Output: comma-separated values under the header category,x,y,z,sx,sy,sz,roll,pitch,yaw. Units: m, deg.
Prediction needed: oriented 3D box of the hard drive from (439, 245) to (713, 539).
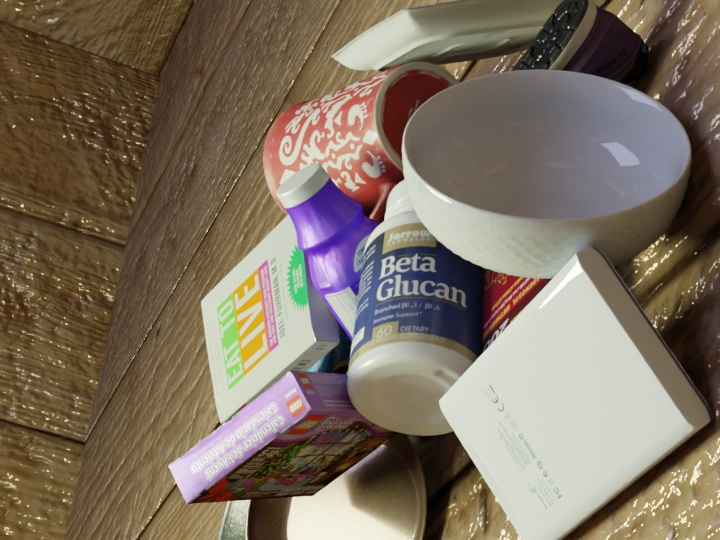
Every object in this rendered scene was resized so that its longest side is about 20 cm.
category,x,y,z,sx,sy,sz,roll,pitch,yaw
hard drive,0.137,0.093,1.000,0.133,0.025,0.200,58,142,17

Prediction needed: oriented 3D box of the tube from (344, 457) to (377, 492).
category,x,y,z,sx,sy,sz,roll,pitch,yaw
tube,-0.034,0.146,1.437,0.050,0.078,0.200,-41,48,-5

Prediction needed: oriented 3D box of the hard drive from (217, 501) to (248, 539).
category,x,y,z,sx,sy,sz,roll,pitch,yaw
hard drive,-0.077,0.252,1.488,0.042,0.134,0.202,-1,-69,-60

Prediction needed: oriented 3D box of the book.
category,x,y,z,sx,sy,sz,roll,pitch,yaw
book,-0.083,0.048,1.404,0.200,0.048,0.135,-43,47,48

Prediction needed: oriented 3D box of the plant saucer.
category,x,y,z,sx,sy,sz,roll,pitch,yaw
plant saucer,-0.016,0.221,1.330,0.199,0.037,0.202,-14,65,32

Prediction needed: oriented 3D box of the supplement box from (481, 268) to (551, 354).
category,x,y,z,sx,sy,sz,roll,pitch,yaw
supplement box,0.140,0.023,1.126,0.109,0.060,0.201,128,153,-49

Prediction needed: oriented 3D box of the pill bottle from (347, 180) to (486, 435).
category,x,y,z,sx,sy,sz,roll,pitch,yaw
pill bottle,0.053,0.022,1.213,0.111,0.110,0.201,126,158,-47

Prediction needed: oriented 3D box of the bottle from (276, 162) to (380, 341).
category,x,y,z,sx,sy,sz,roll,pitch,yaw
bottle,0.000,0.000,1.303,0.065,0.201,0.084,-10,29,51

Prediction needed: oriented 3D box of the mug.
category,x,y,z,sx,sy,sz,roll,pitch,yaw
mug,0.018,-0.096,1.389,0.200,0.133,0.179,-18,90,59

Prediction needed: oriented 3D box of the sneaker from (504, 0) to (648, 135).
category,x,y,z,sx,sy,sz,roll,pitch,yaw
sneaker,0.147,-0.110,1.166,0.200,0.087,0.076,-52,20,24

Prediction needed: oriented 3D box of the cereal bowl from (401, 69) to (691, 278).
category,x,y,z,sx,sy,sz,roll,pitch,yaw
cereal bowl,0.128,-0.058,1.047,0.201,0.198,0.084,-95,3,-52

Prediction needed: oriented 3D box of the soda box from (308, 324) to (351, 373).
category,x,y,z,sx,sy,sz,roll,pitch,yaw
soda box,-0.015,0.103,1.541,0.068,0.064,0.202,-156,83,-73

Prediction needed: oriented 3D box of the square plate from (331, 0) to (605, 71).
category,x,y,z,sx,sy,sz,roll,pitch,yaw
square plate,0.095,-0.208,1.310,0.198,0.198,0.029,171,89,-71

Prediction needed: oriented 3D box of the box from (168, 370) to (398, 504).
category,x,y,z,sx,sy,sz,roll,pitch,yaw
box,-0.048,0.139,1.231,0.137,0.200,0.039,-39,68,20

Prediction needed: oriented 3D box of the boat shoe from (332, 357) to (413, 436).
category,x,y,z,sx,sy,sz,roll,pitch,yaw
boat shoe,0.021,0.111,1.395,0.200,0.076,0.072,168,119,-71
